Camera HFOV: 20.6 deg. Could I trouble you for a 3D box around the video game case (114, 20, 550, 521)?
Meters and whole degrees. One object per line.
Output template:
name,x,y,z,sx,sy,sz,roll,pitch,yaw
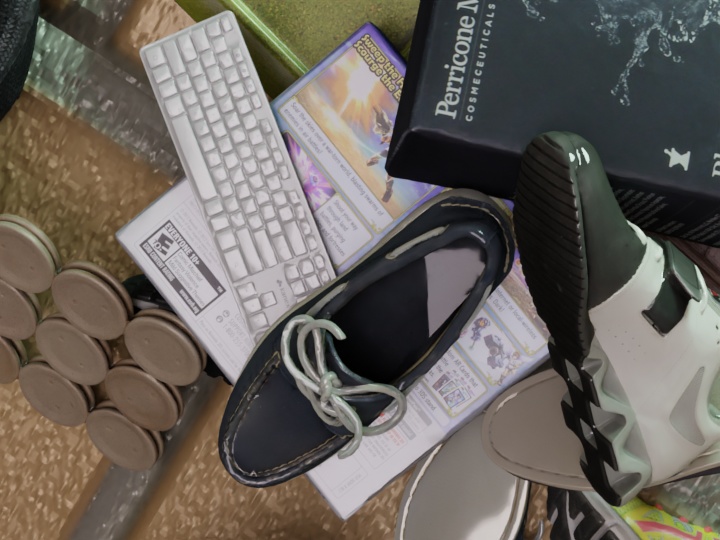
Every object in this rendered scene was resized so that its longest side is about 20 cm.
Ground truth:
video game case,0.000,0.000,1.069,0.181,0.045,0.200,-39,89,8

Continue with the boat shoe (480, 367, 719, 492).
boat shoe,0.164,0.085,1.032,0.199,0.063,0.073,-8,64,12

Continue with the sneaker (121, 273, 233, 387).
sneaker,-0.053,0.061,1.145,0.199,0.076,0.088,15,110,10

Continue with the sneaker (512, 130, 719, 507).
sneaker,0.131,0.012,0.944,0.088,0.074,0.201,-24,123,-10

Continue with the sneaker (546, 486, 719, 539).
sneaker,0.189,0.174,1.116,0.200,0.090,0.078,45,151,17

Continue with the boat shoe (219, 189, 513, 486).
boat shoe,-0.001,0.042,0.999,0.200,0.062,0.075,-40,97,15

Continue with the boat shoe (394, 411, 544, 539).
boat shoe,0.061,0.172,1.142,0.075,0.062,0.201,14,95,26

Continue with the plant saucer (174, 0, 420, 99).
plant saucer,-0.005,-0.179,1.099,0.200,0.048,0.200,45,106,2

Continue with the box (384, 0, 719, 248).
box,0.131,-0.130,0.993,0.199,0.117,0.197,12,82,-3

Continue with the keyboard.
keyboard,-0.056,-0.034,1.046,0.056,0.011,0.201,-21,91,8

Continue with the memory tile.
memory tile,-0.187,0.031,1.158,0.200,0.017,0.153,33,140,4

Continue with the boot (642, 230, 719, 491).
boot,0.140,-0.004,1.095,0.200,0.064,0.187,37,106,7

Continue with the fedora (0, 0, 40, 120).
fedora,-0.247,-0.132,1.130,0.200,0.092,0.201,-7,72,21
